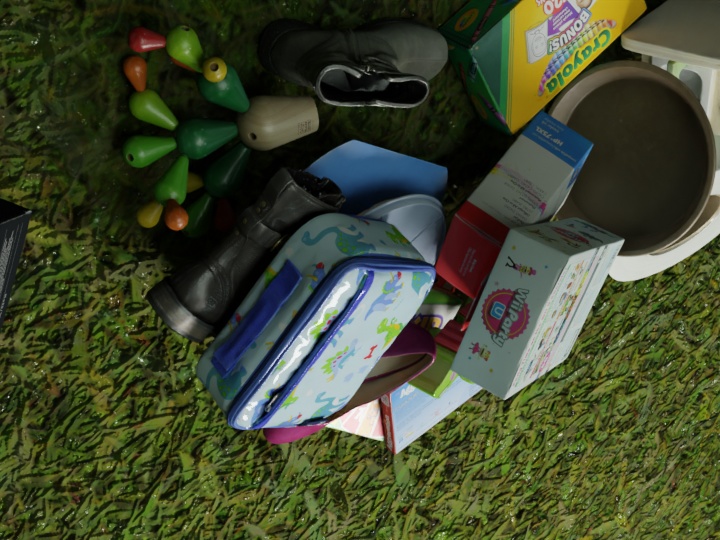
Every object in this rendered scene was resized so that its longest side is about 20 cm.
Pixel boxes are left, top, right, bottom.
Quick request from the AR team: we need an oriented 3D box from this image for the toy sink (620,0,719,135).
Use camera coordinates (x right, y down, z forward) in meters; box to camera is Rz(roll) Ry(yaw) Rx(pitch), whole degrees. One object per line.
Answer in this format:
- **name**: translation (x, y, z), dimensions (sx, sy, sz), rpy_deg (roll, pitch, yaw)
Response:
- **toy sink**: translation (0.373, -0.217, 1.167), dimensions (0.200, 0.130, 0.113), rpy_deg (-37, 135, -38)

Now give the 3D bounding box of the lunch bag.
- **lunch bag**: translation (-0.039, 0.048, 0.956), dimensions (0.200, 0.083, 0.160), rpy_deg (-52, 151, 19)

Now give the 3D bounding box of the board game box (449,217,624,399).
- **board game box**: translation (0.175, 0.030, 1.075), dimensions (0.200, 0.064, 0.148), rpy_deg (-13, 128, -64)

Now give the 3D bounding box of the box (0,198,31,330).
- **box**: translation (-0.328, 0.047, 0.817), dimensions (0.078, 0.141, 0.201), rpy_deg (20, 106, 1)

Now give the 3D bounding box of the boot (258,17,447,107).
- **boot**: translation (0.020, -0.169, 0.963), dimensions (0.199, 0.131, 0.068), rpy_deg (-7, 120, -34)

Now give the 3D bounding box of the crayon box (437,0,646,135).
- **crayon box**: translation (0.180, -0.245, 1.089), dimensions (0.200, 0.058, 0.119), rpy_deg (-43, 133, -8)

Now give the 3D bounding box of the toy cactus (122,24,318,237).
- **toy cactus**: translation (-0.113, -0.114, 0.912), dimensions (0.164, 0.102, 0.201), rpy_deg (-14, 122, -18)

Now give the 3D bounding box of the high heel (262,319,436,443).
- **high heel**: translation (-0.011, 0.122, 1.116), dimensions (0.199, 0.096, 0.068), rpy_deg (-32, 110, -2)

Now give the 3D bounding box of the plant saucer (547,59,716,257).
- **plant saucer**: translation (0.275, -0.115, 1.147), dimensions (0.029, 0.199, 0.201), rpy_deg (-14, 124, -48)

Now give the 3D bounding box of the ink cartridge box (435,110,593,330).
- **ink cartridge box**: translation (0.141, -0.048, 1.102), dimensions (0.200, 0.067, 0.116), rpy_deg (-49, 167, -26)

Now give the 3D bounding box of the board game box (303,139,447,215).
- **board game box**: translation (-0.013, -0.061, 1.062), dimensions (0.199, 0.039, 0.158), rpy_deg (10, 126, -45)

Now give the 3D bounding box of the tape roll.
- **tape roll**: translation (0.345, -0.076, 1.251), dimensions (0.201, 0.071, 0.203), rpy_deg (-24, 154, -13)

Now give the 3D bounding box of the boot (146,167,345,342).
- **boot**: translation (-0.079, -0.010, 0.961), dimensions (0.174, 0.069, 0.200), rpy_deg (-43, 166, 7)

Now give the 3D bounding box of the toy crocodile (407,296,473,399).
- **toy crocodile**: translation (0.121, 0.061, 1.182), dimensions (0.200, 0.067, 0.062), rpy_deg (-41, 145, -31)

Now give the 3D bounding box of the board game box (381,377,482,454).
- **board game box**: translation (0.104, 0.115, 1.247), dimensions (0.199, 0.019, 0.103), rpy_deg (-33, 139, -27)

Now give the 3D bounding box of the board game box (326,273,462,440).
- **board game box**: translation (0.035, 0.087, 1.199), dimensions (0.095, 0.030, 0.201), rpy_deg (21, 99, -42)

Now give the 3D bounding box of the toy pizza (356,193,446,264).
- **toy pizza**: translation (0.000, 0.000, 1.066), dimensions (0.200, 0.032, 0.201), rpy_deg (-33, 152, -20)
